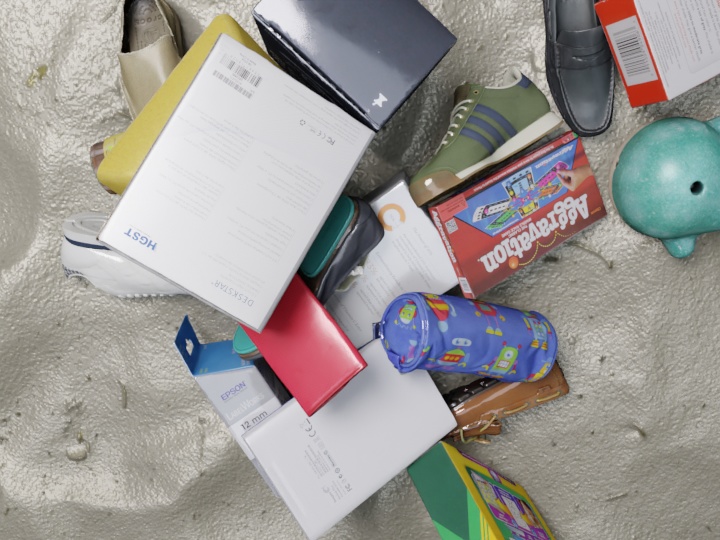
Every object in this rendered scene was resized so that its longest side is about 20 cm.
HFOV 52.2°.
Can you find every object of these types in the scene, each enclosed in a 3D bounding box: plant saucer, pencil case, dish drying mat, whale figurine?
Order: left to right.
[{"bbox_3d":[-0.121,-0.112,0.735,0.200,0.048,0.200,-53,134,-3],"label":"plant saucer"},{"bbox_3d":[-0.080,0.036,0.696,0.077,0.018,0.200,-42,75,9],"label":"dish drying mat"},{"bbox_3d":[0.113,0.074,0.767,0.199,0.078,0.087,9,108,-32],"label":"pencil case"},{"bbox_3d":[0.366,-0.083,0.766,0.199,0.104,0.160,17,104,-1],"label":"whale figurine"}]

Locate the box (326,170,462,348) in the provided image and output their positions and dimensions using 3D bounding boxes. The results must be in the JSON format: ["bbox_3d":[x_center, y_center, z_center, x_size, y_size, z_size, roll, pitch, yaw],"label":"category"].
[{"bbox_3d":[0.000,0.000,0.810,0.200,0.098,0.125,-33,100,11],"label":"box"}]

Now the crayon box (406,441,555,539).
[{"bbox_3d":[0.155,0.295,0.797,0.058,0.173,0.200,-42,132,12],"label":"crayon box"}]

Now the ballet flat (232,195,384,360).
[{"bbox_3d":[-0.045,0.018,0.734,0.073,0.073,0.200,36,98,-6],"label":"ballet flat"}]

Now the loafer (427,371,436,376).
[{"bbox_3d":[0.043,0.111,0.855,0.070,0.075,0.200,44,93,-3],"label":"loafer"}]

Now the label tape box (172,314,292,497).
[{"bbox_3d":[-0.125,0.133,0.822,0.066,0.143,0.200,-31,101,-4],"label":"label tape box"}]

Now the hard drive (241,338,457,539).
[{"bbox_3d":[-0.007,0.168,0.774,0.200,0.025,0.132,-34,101,-19],"label":"hard drive"}]

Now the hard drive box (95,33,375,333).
[{"bbox_3d":[-0.106,-0.072,0.639,0.156,0.077,0.200,32,84,-12],"label":"hard drive box"}]

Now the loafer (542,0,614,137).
[{"bbox_3d":[0.222,-0.235,0.750,0.068,0.070,0.201,-12,102,7],"label":"loafer"}]

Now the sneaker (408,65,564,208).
[{"bbox_3d":[0.114,-0.144,0.756,0.200,0.067,0.090,-31,89,-23],"label":"sneaker"}]

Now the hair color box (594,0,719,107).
[{"bbox_3d":[0.339,-0.252,0.713,0.199,0.064,0.111,-28,102,-10],"label":"hair color box"}]

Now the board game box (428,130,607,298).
[{"bbox_3d":[0.171,-0.062,0.774,0.200,0.019,0.103,-30,104,-22],"label":"board game box"}]

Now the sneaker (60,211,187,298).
[{"bbox_3d":[-0.245,-0.003,0.843,0.199,0.076,0.081,18,116,3],"label":"sneaker"}]

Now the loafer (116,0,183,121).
[{"bbox_3d":[-0.212,-0.199,0.749,0.076,0.067,0.201,-19,76,5],"label":"loafer"}]

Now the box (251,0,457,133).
[{"bbox_3d":[-0.009,-0.212,0.697,0.148,0.200,0.104,42,92,-8],"label":"box"}]

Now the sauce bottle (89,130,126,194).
[{"bbox_3d":[-0.193,-0.142,0.801,0.199,0.065,0.065,-19,103,8],"label":"sauce bottle"}]

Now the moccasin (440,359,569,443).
[{"bbox_3d":[0.147,0.167,0.863,0.201,0.074,0.078,-29,93,0],"label":"moccasin"}]
